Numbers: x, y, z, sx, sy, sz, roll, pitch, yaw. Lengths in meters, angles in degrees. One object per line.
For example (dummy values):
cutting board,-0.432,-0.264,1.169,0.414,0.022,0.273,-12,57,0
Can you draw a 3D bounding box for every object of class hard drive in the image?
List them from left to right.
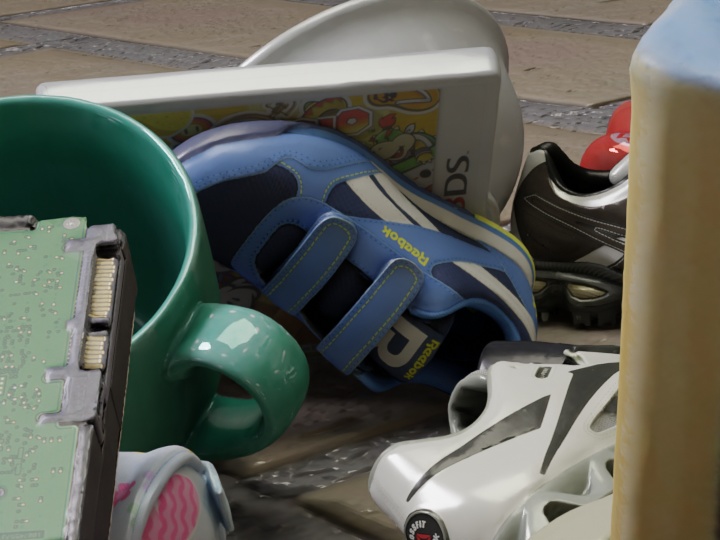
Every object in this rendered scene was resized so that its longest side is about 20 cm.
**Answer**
hard drive,-0.167,0.048,0.615,0.199,0.038,0.140,-5,44,4

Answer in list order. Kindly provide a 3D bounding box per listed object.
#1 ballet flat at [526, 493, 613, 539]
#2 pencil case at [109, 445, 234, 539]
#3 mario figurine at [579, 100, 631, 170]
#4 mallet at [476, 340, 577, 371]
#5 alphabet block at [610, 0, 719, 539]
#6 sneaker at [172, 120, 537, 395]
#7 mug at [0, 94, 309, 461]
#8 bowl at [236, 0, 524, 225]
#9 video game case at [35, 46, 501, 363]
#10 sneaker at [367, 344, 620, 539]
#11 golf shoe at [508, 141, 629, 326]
ballet flat,0.103,0.096,0.681,0.199,0.066,0.070,-15,18,-38
pencil case,-0.143,0.094,0.712,0.199,0.084,0.091,2,32,19
mario figurine,0.200,-0.074,1.239,0.199,0.106,0.123,-8,-22,-48
mallet,0.066,0.077,0.843,0.065,0.041,0.200,2,20,11
alphabet block,0.190,0.004,0.584,0.195,0.201,0.195,19,43,25
sneaker,0.000,0.000,0.941,0.199,0.074,0.083,22,40,-27
mug,-0.122,0.033,0.862,0.151,0.115,0.185,-27,53,-16
bowl,0.008,-0.037,1.085,0.200,0.202,0.091,-13,54,-32
video game case,-0.041,-0.020,0.987,0.199,0.183,0.023,-5,48,-7
sneaker,0.082,0.056,0.780,0.088,0.074,0.200,35,32,27
golf shoe,0.167,-0.021,1.077,0.199,0.095,0.078,2,14,16
